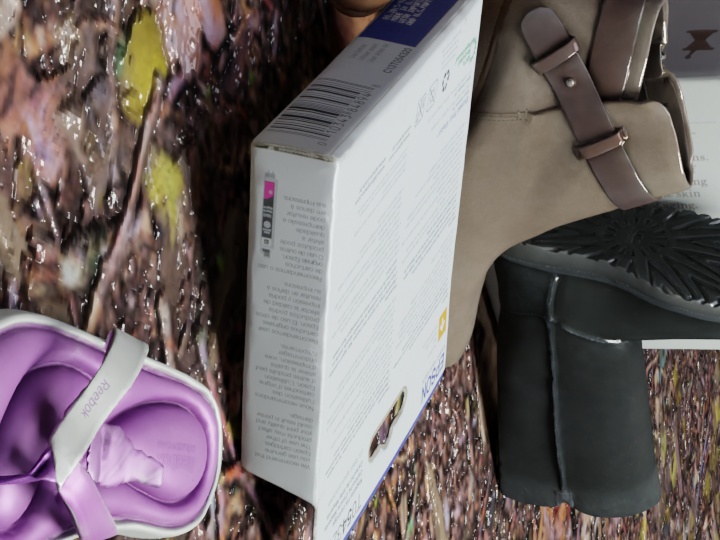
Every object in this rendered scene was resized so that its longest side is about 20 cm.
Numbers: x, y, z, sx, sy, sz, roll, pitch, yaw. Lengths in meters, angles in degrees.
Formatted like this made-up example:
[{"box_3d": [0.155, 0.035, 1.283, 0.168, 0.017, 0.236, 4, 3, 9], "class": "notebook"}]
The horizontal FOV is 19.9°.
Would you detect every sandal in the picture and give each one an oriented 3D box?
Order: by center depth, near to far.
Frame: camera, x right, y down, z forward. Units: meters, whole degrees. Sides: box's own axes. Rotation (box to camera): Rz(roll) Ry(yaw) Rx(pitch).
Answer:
[{"box_3d": [-0.084, 0.054, 0.666, 0.202, 0.049, 0.083, 3, 87, -69], "class": "sandal"}]

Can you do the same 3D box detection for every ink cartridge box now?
[{"box_3d": [0.000, 0.000, 0.886, 0.197, 0.043, 0.202, -53, 153, -58], "class": "ink cartridge box"}]

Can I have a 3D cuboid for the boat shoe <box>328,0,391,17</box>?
[{"box_3d": [0.017, -0.178, 0.933, 0.201, 0.071, 0.068, -70, -175, -57], "class": "boat shoe"}]

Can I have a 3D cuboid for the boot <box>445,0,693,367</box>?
[{"box_3d": [0.088, -0.045, 0.991, 0.070, 0.145, 0.202, -56, 141, -59], "class": "boot"}]

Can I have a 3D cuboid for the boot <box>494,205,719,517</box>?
[{"box_3d": [0.146, 0.060, 1.098, 0.066, 0.164, 0.201, -47, 145, -40], "class": "boot"}]

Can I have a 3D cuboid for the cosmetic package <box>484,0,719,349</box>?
[{"box_3d": [0.152, -0.082, 1.134, 0.201, 0.166, 0.167, 71, 28, -42], "class": "cosmetic package"}]
